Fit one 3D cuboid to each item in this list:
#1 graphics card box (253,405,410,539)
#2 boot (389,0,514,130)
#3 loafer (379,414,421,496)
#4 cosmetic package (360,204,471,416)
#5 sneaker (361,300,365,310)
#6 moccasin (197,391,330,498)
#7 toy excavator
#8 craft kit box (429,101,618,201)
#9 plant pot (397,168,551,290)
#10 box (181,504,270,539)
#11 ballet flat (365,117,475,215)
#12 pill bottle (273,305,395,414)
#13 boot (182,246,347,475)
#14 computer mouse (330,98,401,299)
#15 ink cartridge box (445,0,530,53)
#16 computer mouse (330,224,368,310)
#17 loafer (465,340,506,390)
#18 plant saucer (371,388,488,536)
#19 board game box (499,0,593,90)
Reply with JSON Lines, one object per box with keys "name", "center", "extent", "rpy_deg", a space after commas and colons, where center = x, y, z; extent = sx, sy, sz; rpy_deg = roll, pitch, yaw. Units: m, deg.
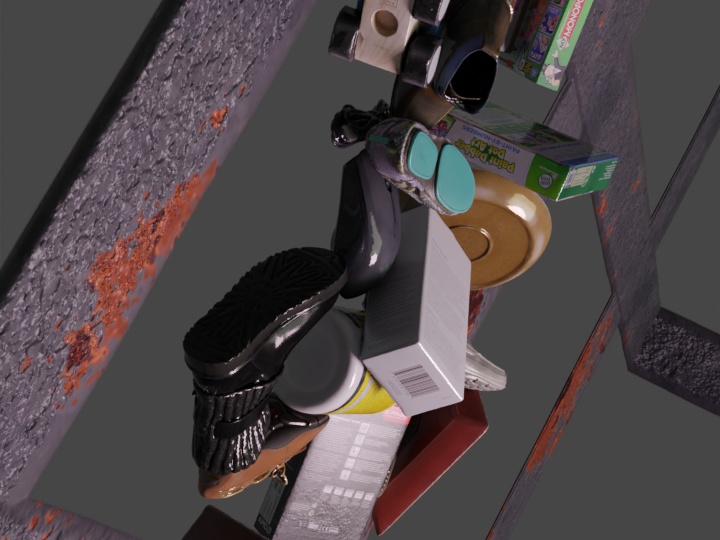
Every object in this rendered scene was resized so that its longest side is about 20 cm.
{"name": "graphics card box", "center": [-0.031, 0.229, 1.716], "extent": [0.125, 0.051, 0.202], "rpy_deg": [15, 101, -34]}
{"name": "boot", "center": [0.078, -0.179, 1.408], "extent": [0.201, 0.074, 0.097], "rpy_deg": [-56, -163, 41]}
{"name": "loafer", "center": [0.015, 0.219, 1.878], "extent": [0.068, 0.076, 0.200], "rpy_deg": [-32, -165, 39]}
{"name": "cosmetic package", "center": [0.061, 0.039, 1.548], "extent": [0.102, 0.071, 0.201], "rpy_deg": [53, 31, -36]}
{"name": "sneaker", "center": [0.026, 0.086, 1.767], "extent": [0.200, 0.109, 0.070], "rpy_deg": [-41, 179, 37]}
{"name": "moccasin", "center": [-0.100, 0.184, 1.545], "extent": [0.201, 0.073, 0.078], "rpy_deg": [-36, 155, -58]}
{"name": "toy excavator", "center": [0.056, -0.298, 1.365], "extent": [0.201, 0.099, 0.196], "rpy_deg": [-60, 166, -51]}
{"name": "craft kit box", "center": [0.170, -0.141, 1.654], "extent": [0.200, 0.196, 0.049], "rpy_deg": [-14, 130, -64]}
{"name": "plant pot", "center": [0.115, -0.037, 1.653], "extent": [0.201, 0.198, 0.028], "rpy_deg": [89, 3, -50]}
{"name": "box", "center": [-0.143, 0.394, 1.545], "extent": [0.201, 0.163, 0.167], "rpy_deg": [-53, 157, -29]}
{"name": "ballet flat", "center": [0.055, -0.106, 1.453], "extent": [0.073, 0.072, 0.200], "rpy_deg": [-64, 155, -2]}
{"name": "pill bottle", "center": [-0.009, 0.098, 1.584], "extent": [0.200, 0.112, 0.113], "rpy_deg": [12, 103, -63]}
{"name": "boot", "center": [-0.092, 0.085, 1.431], "extent": [0.211, 0.079, 0.159], "rpy_deg": [-37, 141, -33]}
{"name": "computer mouse", "center": [0.012, -0.066, 1.489], "extent": [0.138, 0.052, 0.202], "rpy_deg": [-25, 121, -65]}
{"name": "ink cartridge box", "center": [0.125, -0.317, 1.514], "extent": [0.200, 0.075, 0.166], "rpy_deg": [-9, 121, -67]}
{"name": "computer mouse", "center": [0.000, 0.000, 1.617], "extent": [0.201, 0.034, 0.059], "rpy_deg": [70, 35, -57]}
{"name": "loafer", "center": [0.115, 0.101, 1.883], "extent": [0.199, 0.070, 0.070], "rpy_deg": [29, 66, -38]}
{"name": "plant saucer", "center": [0.077, 0.228, 1.917], "extent": [0.200, 0.037, 0.200], "rpy_deg": [-47, -170, 10]}
{"name": "board game box", "center": [0.192, -0.282, 1.610], "extent": [0.200, 0.029, 0.136], "rpy_deg": [-129, -123, -67]}
